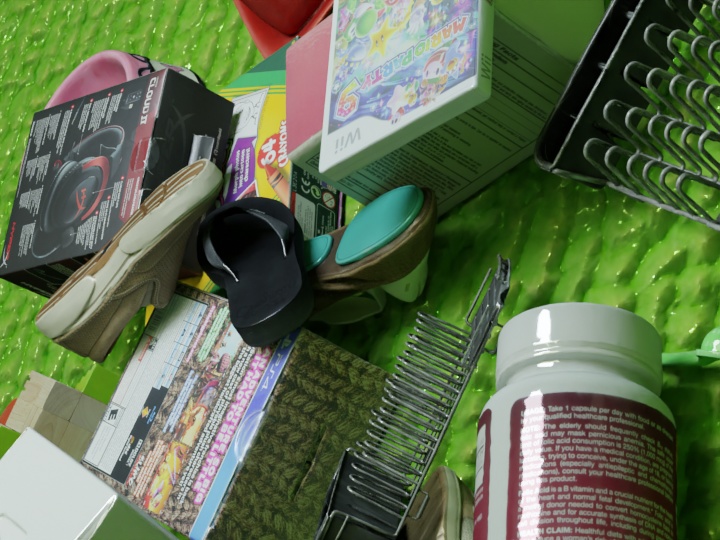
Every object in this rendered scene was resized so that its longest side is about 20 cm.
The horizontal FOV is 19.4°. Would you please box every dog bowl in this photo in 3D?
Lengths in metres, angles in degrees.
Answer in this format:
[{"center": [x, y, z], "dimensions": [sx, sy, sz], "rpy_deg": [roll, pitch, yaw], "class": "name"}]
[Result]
[{"center": [-0.224, -0.104, 1.844], "dimensions": [0.200, 0.074, 0.201], "rpy_deg": [-31, 44, 37], "class": "dog bowl"}]

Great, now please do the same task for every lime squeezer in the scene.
[{"center": [0.210, 0.025, 1.187], "dimensions": [0.071, 0.038, 0.200], "rpy_deg": [61, 140, 21], "class": "lime squeezer"}]

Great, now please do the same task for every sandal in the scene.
[{"center": [-0.074, -0.013, 1.458], "dimensions": [0.076, 0.043, 0.200], "rpy_deg": [-34, 25, -1], "class": "sandal"}]

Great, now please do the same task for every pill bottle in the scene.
[{"center": [0.121, 0.128, 1.179], "dimensions": [0.114, 0.114, 0.201], "rpy_deg": [-25, 50, 42], "class": "pill bottle"}]

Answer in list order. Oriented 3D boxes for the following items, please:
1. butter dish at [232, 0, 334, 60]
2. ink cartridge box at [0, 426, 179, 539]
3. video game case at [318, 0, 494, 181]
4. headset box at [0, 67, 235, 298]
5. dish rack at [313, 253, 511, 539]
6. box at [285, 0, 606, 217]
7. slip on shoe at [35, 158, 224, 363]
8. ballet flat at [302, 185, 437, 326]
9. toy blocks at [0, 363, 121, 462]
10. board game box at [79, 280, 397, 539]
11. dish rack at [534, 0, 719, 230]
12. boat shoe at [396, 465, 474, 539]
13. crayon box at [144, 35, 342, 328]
[{"center": [-0.074, -0.303, 1.723], "dimensions": [0.200, 0.148, 0.200], "rpy_deg": [-49, 36, 16], "class": "butter dish"}, {"center": [-0.152, 0.207, 1.394], "dimensions": [0.083, 0.200, 0.146], "rpy_deg": [-52, 35, -10], "class": "ink cartridge box"}, {"center": [0.032, -0.169, 1.370], "dimensions": [0.143, 0.018, 0.201], "rpy_deg": [-26, 48, 40], "class": "video game case"}, {"center": [-0.186, -0.064, 1.650], "dimensions": [0.200, 0.075, 0.149], "rpy_deg": [-13, 61, 45], "class": "headset box"}, {"center": [0.038, 0.080, 1.314], "dimensions": [0.153, 0.054, 0.200], "rpy_deg": [-76, 11, -80], "class": "dish rack"}, {"center": [0.059, -0.137, 1.444], "dimensions": [0.200, 0.128, 0.109], "rpy_deg": [-34, 42, 34], "class": "box"}, {"center": [-0.155, -0.003, 1.513], "dimensions": [0.200, 0.061, 0.076], "rpy_deg": [-42, 12, 28], "class": "slip on shoe"}, {"center": [0.000, 0.000, 1.472], "dimensions": [0.200, 0.072, 0.068], "rpy_deg": [-26, 31, 41], "class": "ballet flat"}, {"center": [-0.277, 0.161, 1.722], "dimensions": [0.200, 0.100, 0.137], "rpy_deg": [-65, 22, -7], "class": "toy blocks"}, {"center": [-0.089, 0.111, 1.486], "dimensions": [0.200, 0.097, 0.160], "rpy_deg": [18, 81, 56], "class": "board game box"}, {"center": [0.208, -0.101, 1.270], "dimensions": [0.200, 0.054, 0.154], "rpy_deg": [28, 90, 56], "class": "dish rack"}, {"center": [0.063, 0.192, 1.264], "dimensions": [0.073, 0.063, 0.201], "rpy_deg": [-59, 16, 19], "class": "boat shoe"}, {"center": [-0.090, -0.056, 1.644], "dimensions": [0.172, 0.058, 0.201], "rpy_deg": [-30, 45, 38], "class": "crayon box"}]
